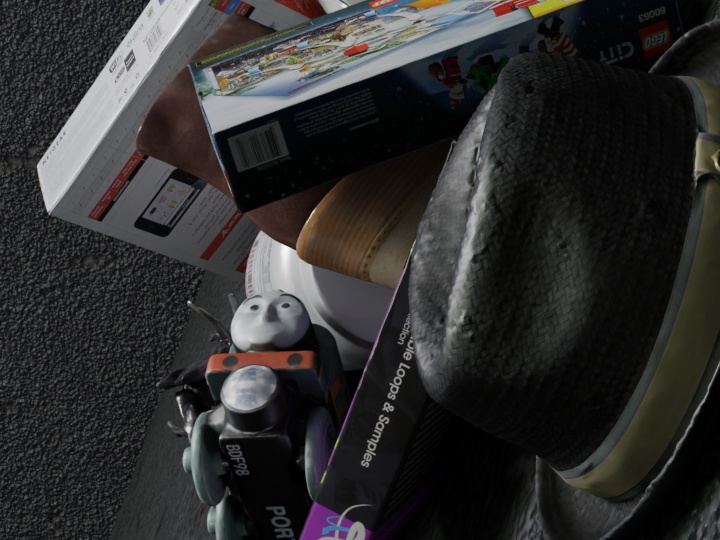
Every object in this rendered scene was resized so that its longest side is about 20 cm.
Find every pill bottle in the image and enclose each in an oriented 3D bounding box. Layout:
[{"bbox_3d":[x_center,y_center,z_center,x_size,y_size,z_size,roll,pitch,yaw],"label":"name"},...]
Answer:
[{"bbox_3d":[0.000,0.000,0.903,0.200,0.112,0.115,161,128,-78],"label":"pill bottle"}]

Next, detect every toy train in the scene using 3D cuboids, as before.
[{"bbox_3d":[-0.035,0.104,0.829,0.201,0.084,0.115,75,-164,-44],"label":"toy train"}]

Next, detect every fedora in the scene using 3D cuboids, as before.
[{"bbox_3d":[0.071,-0.006,0.558,0.201,0.091,0.203,-161,90,-81],"label":"fedora"}]

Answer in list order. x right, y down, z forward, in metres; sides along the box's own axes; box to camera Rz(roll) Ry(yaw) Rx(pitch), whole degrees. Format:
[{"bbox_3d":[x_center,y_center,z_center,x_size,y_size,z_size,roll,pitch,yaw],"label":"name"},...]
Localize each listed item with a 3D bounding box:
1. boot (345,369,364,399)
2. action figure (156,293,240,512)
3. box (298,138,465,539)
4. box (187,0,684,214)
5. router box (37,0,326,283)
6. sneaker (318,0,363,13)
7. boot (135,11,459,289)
[{"bbox_3d":[-0.026,0.034,1.109,0.200,0.072,0.152,-112,41,-71],"label":"boot"},{"bbox_3d":[-0.062,0.118,0.979,0.101,0.118,0.203,0,97,37],"label":"action figure"},{"bbox_3d":[0.036,0.034,0.716,0.202,0.036,0.143,-68,-13,13],"label":"box"},{"bbox_3d":[0.026,-0.094,0.693,0.137,0.198,0.038,-118,9,-69],"label":"box"},{"bbox_3d":[-0.081,-0.094,1.010,0.200,0.178,0.049,-49,42,24],"label":"router box"},{"bbox_3d":[0.036,-0.127,0.906,0.201,0.076,0.081,57,171,28],"label":"sneaker"},{"bbox_3d":[0.003,-0.097,0.791,0.201,0.165,0.073,-53,-17,-24],"label":"boot"}]
